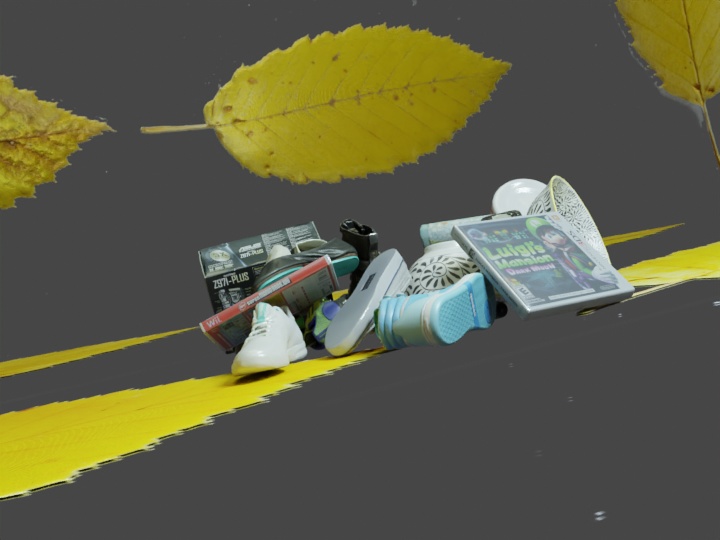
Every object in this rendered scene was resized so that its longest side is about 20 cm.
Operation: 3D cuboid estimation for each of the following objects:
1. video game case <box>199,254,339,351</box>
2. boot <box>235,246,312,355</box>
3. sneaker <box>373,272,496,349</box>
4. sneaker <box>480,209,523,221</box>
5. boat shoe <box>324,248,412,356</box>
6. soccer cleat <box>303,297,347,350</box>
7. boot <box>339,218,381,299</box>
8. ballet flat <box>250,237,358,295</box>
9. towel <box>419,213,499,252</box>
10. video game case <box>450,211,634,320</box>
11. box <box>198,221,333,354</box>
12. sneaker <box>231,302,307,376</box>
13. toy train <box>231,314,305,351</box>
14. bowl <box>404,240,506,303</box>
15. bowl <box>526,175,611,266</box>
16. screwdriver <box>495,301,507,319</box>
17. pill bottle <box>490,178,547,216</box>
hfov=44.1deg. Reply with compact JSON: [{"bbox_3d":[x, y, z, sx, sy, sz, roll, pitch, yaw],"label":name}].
[{"bbox_3d":[-0.125,0.050,1.272,0.199,0.018,0.143,-29,-15,-5],"label":"video game case"},{"bbox_3d":[-0.119,0.062,1.391,0.075,0.201,0.074,37,-2,-31],"label":"boot"},{"bbox_3d":[0.092,0.053,1.174,0.130,0.080,0.199,-8,2,33],"label":"sneaker"},{"bbox_3d":[0.253,-0.029,1.375,0.076,0.089,0.200,-20,23,-4],"label":"sneaker"},{"bbox_3d":[0.021,0.054,1.235,0.073,0.065,0.200,-16,30,47],"label":"boat shoe"},{"bbox_3d":[-0.062,0.085,1.335,0.084,0.065,0.200,-39,3,-16],"label":"soccer cleat"},{"bbox_3d":[0.000,0.000,1.448,0.069,0.176,0.200,-20,14,-23],"label":"boot"},{"bbox_3d":[-0.093,-0.006,1.319,0.199,0.068,0.068,-16,-36,-40],"label":"ballet flat"},{"bbox_3d":[0.210,-0.021,1.554,0.170,0.048,0.201,-10,-42,18],"label":"towel"},{"bbox_3d":[0.250,-0.012,1.224,0.199,0.023,0.182,-9,44,-31],"label":"video game case"},{"bbox_3d":[-0.152,0.029,1.481,0.198,0.165,0.086,-15,36,-8],"label":"box"},{"bbox_3d":[-0.127,0.087,1.175,0.075,0.089,0.200,-10,1,10],"label":"sneaker"},{"bbox_3d":[-0.116,0.093,1.450,0.198,0.057,0.042,-10,2,-8],"label":"toy train"},{"bbox_3d":[0.147,0.008,1.360,0.199,0.095,0.201,-6,-8,-1],"label":"bowl"},{"bbox_3d":[0.323,-0.044,1.453,0.094,0.202,0.200,-28,-7,27],"label":"bowl"},{"bbox_3d":[0.163,0.069,1.327,0.028,0.029,0.200,-12,-7,-22],"label":"screwdriver"},{"bbox_3d":[0.292,-0.058,1.624,0.119,0.120,0.201,-10,-37,-5],"label":"pill bottle"}]
